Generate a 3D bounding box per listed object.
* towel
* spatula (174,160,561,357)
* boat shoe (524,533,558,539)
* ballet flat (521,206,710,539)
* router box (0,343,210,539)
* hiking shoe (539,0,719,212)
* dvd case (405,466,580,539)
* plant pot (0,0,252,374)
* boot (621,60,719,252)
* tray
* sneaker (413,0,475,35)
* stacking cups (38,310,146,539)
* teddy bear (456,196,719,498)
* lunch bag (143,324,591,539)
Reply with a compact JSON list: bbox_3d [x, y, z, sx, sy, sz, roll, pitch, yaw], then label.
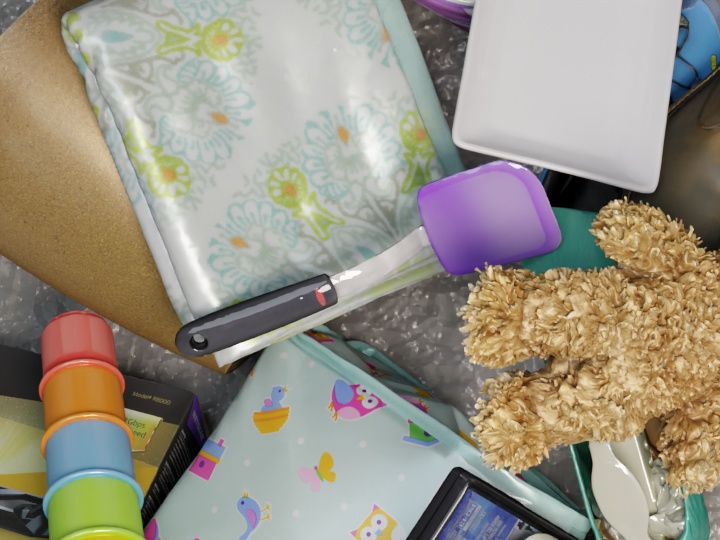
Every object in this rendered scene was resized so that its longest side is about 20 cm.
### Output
[{"bbox_3d":[-0.041,-0.069,1.400,0.171,0.048,0.201,-24,94,-23],"label":"towel"},{"bbox_3d":[0.000,0.000,1.352,0.199,0.021,0.057,-23,114,0],"label":"spatula"},{"bbox_3d":[0.124,0.206,1.344,0.068,0.200,0.072,17,55,45],"label":"boat shoe"},{"bbox_3d":[0.127,0.063,1.354,0.067,0.070,0.201,-17,92,16],"label":"ballet flat"},{"bbox_3d":[-0.204,0.121,1.498,0.199,0.052,0.158,12,56,19],"label":"router box"},{"bbox_3d":[0.146,-0.069,1.426,0.074,0.087,0.201,22,90,19],"label":"hiking shoe"},{"bbox_3d":[0.065,0.190,1.349,0.018,0.200,0.143,32,89,43],"label":"dvd case"},{"bbox_3d":[-0.111,-0.046,1.476,0.200,0.186,0.186,43,97,4],"label":"plant pot"},{"bbox_3d":[0.198,-0.074,1.358,0.075,0.097,0.200,37,62,-5],"label":"boot"},{"bbox_3d":[0.111,-0.132,1.395,0.107,0.022,0.201,13,62,-4],"label":"tray"},{"bbox_3d":[0.012,-0.187,1.474,0.200,0.114,0.073,23,91,21],"label":"sneaker"},{"bbox_3d":[-0.147,0.108,1.428,0.060,0.061,0.200,-27,47,13],"label":"stacking cups"},{"bbox_3d":[0.140,0.035,1.292,0.199,0.067,0.146,6,88,-17],"label":"teddy bear"},{"bbox_3d":[0.008,0.146,1.426,0.200,0.122,0.171,34,93,25],"label":"lunch bag"}]
